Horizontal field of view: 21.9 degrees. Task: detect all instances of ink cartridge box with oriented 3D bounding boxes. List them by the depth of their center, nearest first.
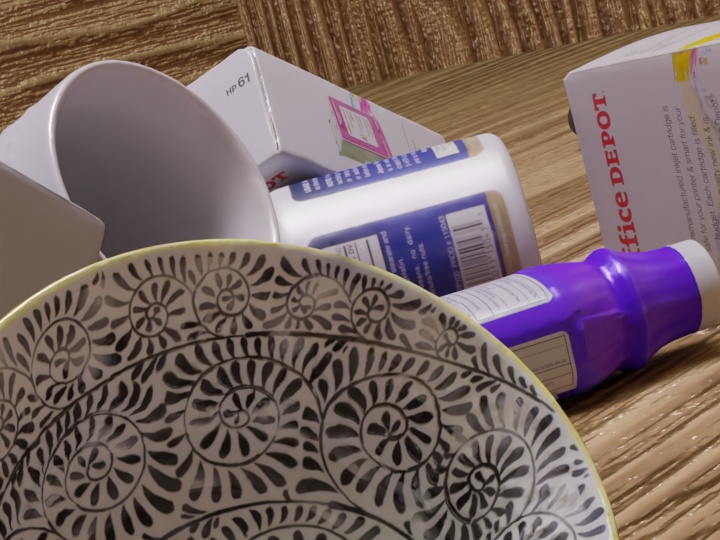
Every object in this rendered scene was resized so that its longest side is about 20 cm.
[{"bbox_3d":[0.247,-0.073,1.067,0.199,0.148,0.144,-6,12,40],"label":"ink cartridge box"},{"bbox_3d":[-0.049,-0.049,1.206,0.144,0.085,0.200,-32,-33,29],"label":"ink cartridge box"}]

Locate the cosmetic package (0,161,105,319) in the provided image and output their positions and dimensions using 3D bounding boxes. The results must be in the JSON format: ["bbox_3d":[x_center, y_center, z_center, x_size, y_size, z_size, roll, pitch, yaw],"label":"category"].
[{"bbox_3d":[-0.238,0.057,0.811,0.199,0.200,0.123,-6,-27,39],"label":"cosmetic package"}]

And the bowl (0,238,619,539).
[{"bbox_3d":[-0.032,0.097,0.544,0.200,0.201,0.094,-19,-30,-29],"label":"bowl"}]

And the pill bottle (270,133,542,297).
[{"bbox_3d":[0.000,0.000,1.101,0.199,0.120,0.120,-14,9,-2],"label":"pill bottle"}]

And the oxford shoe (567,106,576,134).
[{"bbox_3d":[0.301,-0.160,1.819,0.199,0.072,0.071,-10,-18,26],"label":"oxford shoe"}]

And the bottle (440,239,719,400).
[{"bbox_3d":[0.084,0.034,0.935,0.199,0.066,0.083,-17,10,-15],"label":"bottle"}]

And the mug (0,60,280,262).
[{"bbox_3d":[-0.152,0.020,0.934,0.175,0.147,0.201,-34,37,34],"label":"mug"}]
